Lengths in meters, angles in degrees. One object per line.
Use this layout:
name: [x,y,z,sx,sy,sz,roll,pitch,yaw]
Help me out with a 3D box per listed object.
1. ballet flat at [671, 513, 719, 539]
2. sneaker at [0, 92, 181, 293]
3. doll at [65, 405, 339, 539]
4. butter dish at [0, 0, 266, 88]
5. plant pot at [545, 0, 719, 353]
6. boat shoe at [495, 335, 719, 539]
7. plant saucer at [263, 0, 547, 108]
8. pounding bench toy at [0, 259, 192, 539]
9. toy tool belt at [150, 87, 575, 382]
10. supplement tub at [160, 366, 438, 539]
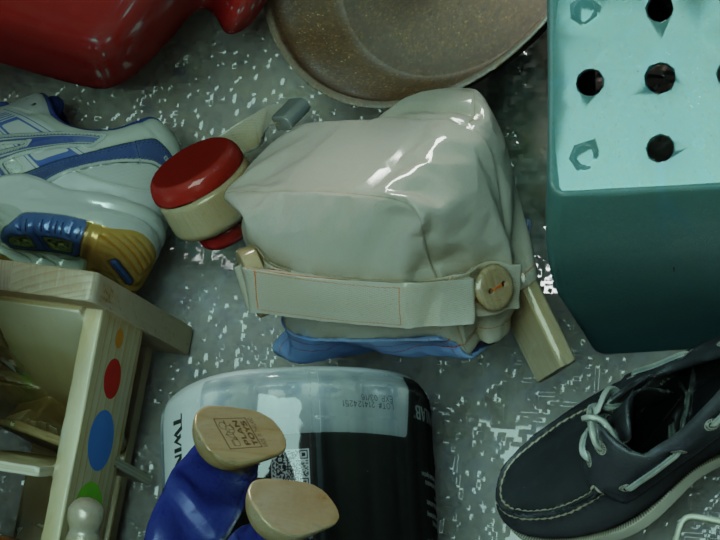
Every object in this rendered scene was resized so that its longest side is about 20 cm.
ballet flat: [0.173,0.105,1.253,0.063,0.067,0.201,29,89,8]
sneaker: [-0.175,-0.042,1.403,0.199,0.075,0.089,11,59,21]
doll: [-0.086,0.145,1.219,0.137,0.048,0.200,52,125,27]
butter dish: [-0.110,-0.157,1.356,0.147,0.200,0.201,23,86,-3]
plant pot: [0.144,-0.056,1.228,0.140,0.200,0.142,-2,77,16]
boat shoe: [0.122,0.059,1.247,0.199,0.063,0.073,-28,46,38]
plant saucer: [0.042,-0.162,1.343,0.199,0.037,0.202,-16,62,33]
pounding bench toy: [-0.177,0.074,1.299,0.123,0.200,0.157,7,80,18]
toy tool belt: [0.000,0.000,1.298,0.199,0.123,0.125,-1,36,47]
supplement tub: [-0.024,0.149,1.278,0.122,0.123,0.202,-6,76,16]
